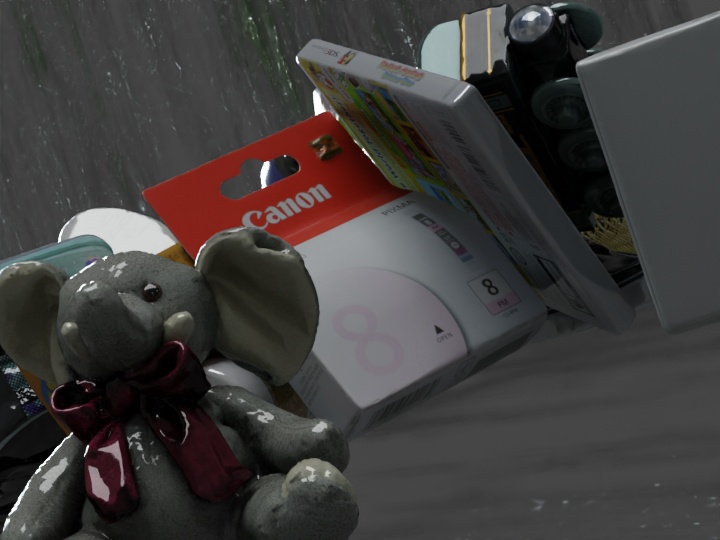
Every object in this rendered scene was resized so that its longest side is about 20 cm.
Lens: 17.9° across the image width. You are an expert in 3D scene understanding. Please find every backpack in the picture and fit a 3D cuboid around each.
[{"bbox_3d":[-0.180,0.069,1.447,0.199,0.151,0.178,-15,-23,-27],"label":"backpack"}]

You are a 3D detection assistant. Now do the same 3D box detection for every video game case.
[{"bbox_3d":[0.064,-0.053,1.402,0.023,0.200,0.182,-47,33,-13],"label":"video game case"}]

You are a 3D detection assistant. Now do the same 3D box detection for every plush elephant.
[{"bbox_3d":[-0.093,0.058,1.024,0.164,0.156,0.200,-18,3,5],"label":"plush elephant"}]

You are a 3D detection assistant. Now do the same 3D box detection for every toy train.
[{"bbox_3d":[0.113,-0.093,1.434,0.113,0.086,0.200,-11,-34,20],"label":"toy train"}]

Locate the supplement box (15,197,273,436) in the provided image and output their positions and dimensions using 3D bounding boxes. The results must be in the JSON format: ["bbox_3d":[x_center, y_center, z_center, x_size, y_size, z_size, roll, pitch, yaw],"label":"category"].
[{"bbox_3d":[-0.108,0.024,1.360,0.200,0.069,0.067,-33,-10,-45],"label":"supplement box"}]

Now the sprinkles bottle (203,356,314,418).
[{"bbox_3d":[-0.049,0.071,1.407,0.068,0.069,0.200,-17,3,27],"label":"sprinkles bottle"}]

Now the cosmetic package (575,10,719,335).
[{"bbox_3d":[0.255,-0.079,1.323,0.199,0.167,0.167,-19,3,19],"label":"cosmetic package"}]

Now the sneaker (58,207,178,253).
[{"bbox_3d":[-0.132,0.031,1.639,0.075,0.199,0.089,-50,-21,-33],"label":"sneaker"}]

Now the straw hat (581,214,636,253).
[{"bbox_3d":[0.174,-0.025,1.633,0.200,0.086,0.201,-19,3,1],"label":"straw hat"}]

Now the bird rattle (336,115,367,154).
[{"bbox_3d":[0.059,-0.043,1.598,0.162,0.113,0.200,20,-10,41],"label":"bird rattle"}]

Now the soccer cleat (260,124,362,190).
[{"bbox_3d":[0.001,-0.001,1.446,0.064,0.201,0.084,-21,-24,-27],"label":"soccer cleat"}]

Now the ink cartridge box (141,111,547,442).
[{"bbox_3d":[-0.008,-0.010,1.358,0.162,0.200,0.057,-26,-17,-37],"label":"ink cartridge box"}]

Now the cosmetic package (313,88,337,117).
[{"bbox_3d":[0.089,-0.077,1.885,0.199,0.166,0.165,-14,15,-34],"label":"cosmetic package"}]

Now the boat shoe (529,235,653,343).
[{"bbox_3d":[0.131,0.005,1.503,0.071,0.068,0.199,-20,3,-36],"label":"boat shoe"}]
